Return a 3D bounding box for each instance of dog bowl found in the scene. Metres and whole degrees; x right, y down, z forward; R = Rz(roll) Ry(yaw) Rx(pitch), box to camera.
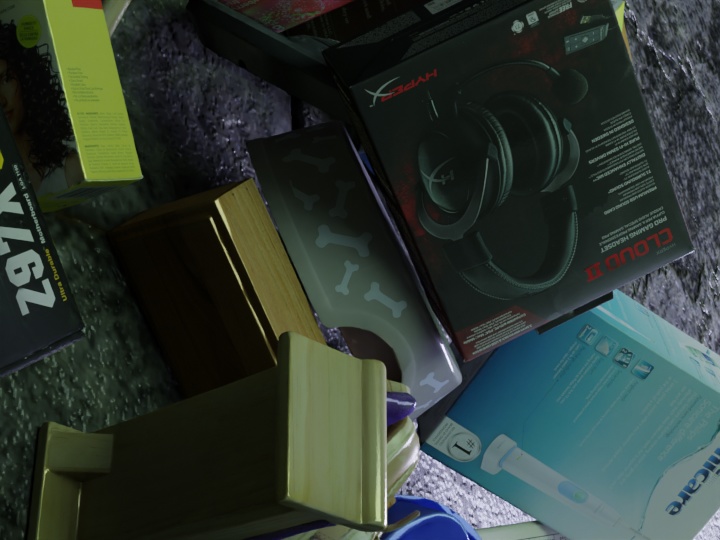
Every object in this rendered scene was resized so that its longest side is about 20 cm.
[{"bbox_3d":[0.000,0.000,1.037,0.200,0.058,0.201,-25,90,-87],"label":"dog bowl"}]

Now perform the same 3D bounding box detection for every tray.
[{"bbox_3d":[-0.062,0.055,0.969,0.037,0.098,0.201,-34,105,-44],"label":"tray"}]

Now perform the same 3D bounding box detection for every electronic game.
[{"bbox_3d":[-0.017,-0.119,1.056,0.199,0.199,0.042,21,99,-50],"label":"electronic game"}]

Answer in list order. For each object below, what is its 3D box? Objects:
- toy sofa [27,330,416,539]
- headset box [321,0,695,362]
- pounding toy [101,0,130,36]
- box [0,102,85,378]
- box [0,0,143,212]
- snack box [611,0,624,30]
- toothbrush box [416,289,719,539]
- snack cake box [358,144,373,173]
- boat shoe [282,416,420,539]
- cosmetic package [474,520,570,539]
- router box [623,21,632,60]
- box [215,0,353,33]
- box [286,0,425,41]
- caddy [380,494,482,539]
[{"bbox_3d":[-0.068,0.105,0.852,0.097,0.199,0.083,26,55,-41],"label":"toy sofa"},{"bbox_3d":[0.087,-0.057,0.956,0.077,0.148,0.201,-119,-175,-64],"label":"headset box"},{"bbox_3d":[-0.112,-0.256,0.980,0.142,0.184,0.200,47,40,-16],"label":"pounding toy"},{"bbox_3d":[-0.227,-0.033,0.816,0.159,0.049,0.202,-28,100,-58],"label":"box"},{"bbox_3d":[-0.176,-0.135,0.909,0.050,0.075,0.202,-6,81,-56],"label":"box"},{"bbox_3d":[0.121,-0.084,1.103,0.200,0.053,0.143,-46,140,-59],"label":"snack box"},{"bbox_3d":[0.157,0.096,1.156,0.199,0.147,0.085,31,20,-13],"label":"toothbrush box"},{"bbox_3d":[0.076,-0.122,1.279,0.115,0.067,0.201,50,40,-29],"label":"snack cake box"},{"bbox_3d":[-0.033,0.159,0.908,0.063,0.200,0.073,42,3,-12],"label":"boat shoe"},{"bbox_3d":[0.080,0.222,1.132,0.199,0.073,0.104,7,71,-55],"label":"cosmetic package"},{"bbox_3d":[0.135,-0.173,1.278,0.199,0.052,0.159,5,72,-54],"label":"router box"},{"bbox_3d":[-0.012,-0.236,1.076,0.095,0.199,0.101,21,59,-48],"label":"box"},{"bbox_3d":[0.050,-0.198,1.151,0.100,0.199,0.076,-8,82,-56],"label":"box"},{"bbox_3d":[0.014,0.224,0.976,0.141,0.105,0.201,41,70,-16],"label":"caddy"}]
